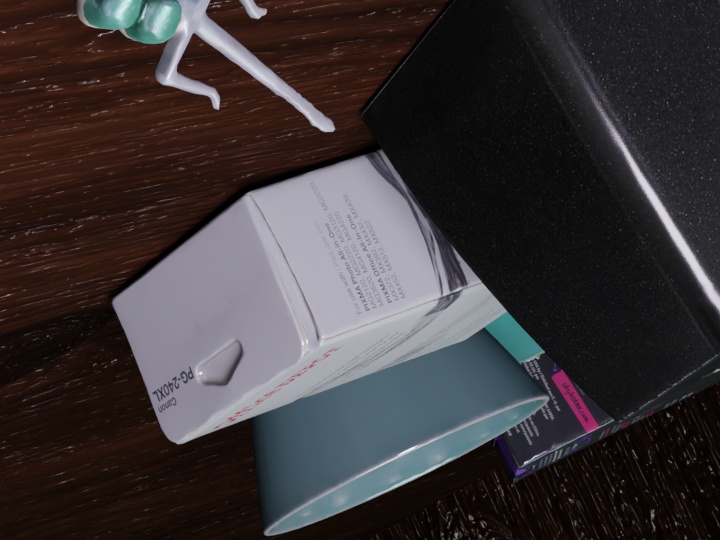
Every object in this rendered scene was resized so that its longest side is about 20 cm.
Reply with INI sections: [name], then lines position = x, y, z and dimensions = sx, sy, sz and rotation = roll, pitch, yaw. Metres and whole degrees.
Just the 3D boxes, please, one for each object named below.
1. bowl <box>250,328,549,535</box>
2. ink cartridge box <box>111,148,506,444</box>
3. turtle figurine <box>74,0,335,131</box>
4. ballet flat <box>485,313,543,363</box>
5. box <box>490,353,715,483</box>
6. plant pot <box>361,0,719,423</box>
[bowl]
position = 0.008, 0.079, 1.870
dimensions = 0.200, 0.105, 0.201
rotation = -26, 172, -4
[ink cartridge box]
position = 0.000, 0.000, 1.436
dimensions = 0.199, 0.084, 0.145
rotation = -18, 169, -39
[turtle figurine]
position = -0.015, -0.116, 0.647
dimensions = 0.150, 0.101, 0.200
rotation = -39, 158, -11
[ballet flat]
position = 0.054, 0.044, 1.984
dimensions = 0.199, 0.076, 0.064
rotation = -23, -157, 12
[box]
position = 0.190, 0.078, 2.386
dimensions = 0.199, 0.106, 0.122
rotation = -25, 171, -4
[plant pot]
position = 0.145, -0.051, 1.240
dimensions = 0.199, 0.178, 0.200
rotation = -21, 170, -21
